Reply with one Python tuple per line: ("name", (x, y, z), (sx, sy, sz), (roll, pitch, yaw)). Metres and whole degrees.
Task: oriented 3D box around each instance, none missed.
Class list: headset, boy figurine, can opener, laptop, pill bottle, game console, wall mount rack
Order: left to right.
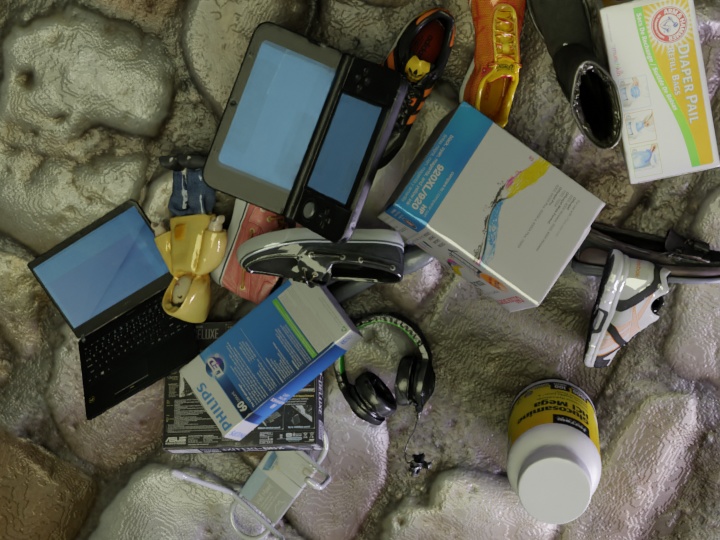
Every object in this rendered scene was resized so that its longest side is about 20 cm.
("laptop", (-0.310, 0.049, 1.710), (0.176, 0.201, 0.103), (-30, 139, 16))
("boy figurine", (-0.211, -0.038, 1.662), (0.123, 0.064, 0.203), (5, 93, 41))
("wall mount rack", (-0.139, 0.262, 1.777), (0.173, 0.075, 0.201), (38, 108, 9))
("game console", (-0.064, -0.154, 1.531), (0.116, 0.175, 0.202), (17, 98, -36))
("can opener", (0.000, 0.000, 1.679), (0.199, 0.067, 0.053), (-27, 105, 20))
("headset", (0.038, 0.153, 1.705), (0.122, 0.094, 0.202), (-21, 93, 14))
("pill bottle", (0.231, 0.218, 1.645), (0.111, 0.200, 0.114), (2, 109, 6))

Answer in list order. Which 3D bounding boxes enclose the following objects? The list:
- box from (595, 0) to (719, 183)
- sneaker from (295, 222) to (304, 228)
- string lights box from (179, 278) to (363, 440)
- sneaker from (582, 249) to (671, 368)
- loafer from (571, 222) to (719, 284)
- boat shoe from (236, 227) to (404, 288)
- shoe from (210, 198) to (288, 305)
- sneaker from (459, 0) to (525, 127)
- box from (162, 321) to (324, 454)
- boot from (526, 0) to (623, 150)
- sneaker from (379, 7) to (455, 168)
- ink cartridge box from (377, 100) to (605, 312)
("box", (0.330, -0.214, 1.536), (0.100, 0.113, 0.202), (-11, 106, 10))
("sneaker", (-0.056, -0.133, 1.629), (0.104, 0.075, 0.202), (26, 99, -4))
("string lights box", (-0.107, 0.100, 1.646), (0.200, 0.059, 0.103), (-39, 72, 5))
("sneaker", (0.310, 0.057, 1.611), (0.079, 0.074, 0.201), (11, 146, 5))
("loafer", (0.349, -0.022, 1.621), (0.198, 0.072, 0.064), (3, 105, 10))
("boat shoe", (-0.044, -0.011, 1.594), (0.198, 0.057, 0.069), (-3, 153, -9))
("shoe", (-0.108, -0.050, 1.659), (0.091, 0.071, 0.201), (31, 116, 16))
("sneaker", (0.161, -0.257, 1.555), (0.072, 0.077, 0.202), (-7, 115, -20))
("box", (-0.146, 0.145, 1.710), (0.198, 0.050, 0.160), (-3, 74, 8))
("boot", (0.231, -0.235, 1.494), (0.072, 0.200, 0.183), (-23, 104, 17))
("sneaker", (0.047, -0.210, 1.551), (0.069, 0.090, 0.202), (28, 84, -6))
("ink cartridge box", (0.146, -0.068, 1.567), (0.199, 0.147, 0.145), (35, 83, -4))
